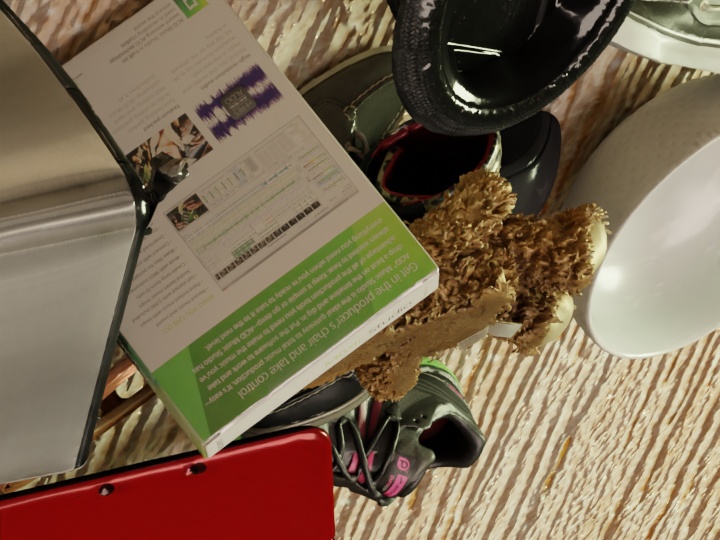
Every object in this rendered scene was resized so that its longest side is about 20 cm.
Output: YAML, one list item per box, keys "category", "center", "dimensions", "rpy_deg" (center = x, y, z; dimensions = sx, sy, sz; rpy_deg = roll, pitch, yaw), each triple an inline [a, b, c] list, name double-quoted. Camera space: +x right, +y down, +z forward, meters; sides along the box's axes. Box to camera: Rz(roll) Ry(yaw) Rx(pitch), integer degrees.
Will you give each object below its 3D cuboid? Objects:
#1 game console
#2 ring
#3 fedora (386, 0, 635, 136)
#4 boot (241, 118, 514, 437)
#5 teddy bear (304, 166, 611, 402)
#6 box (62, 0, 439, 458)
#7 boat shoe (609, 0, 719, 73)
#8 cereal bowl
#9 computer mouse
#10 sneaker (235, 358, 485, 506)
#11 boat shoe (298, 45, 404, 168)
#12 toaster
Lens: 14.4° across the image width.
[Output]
- category: "game console"
  center: [-0.120, 0.128, 1.566]
  dimensions: [0.199, 0.172, 0.119]
  rpy_deg: [-12, 110, -9]
- category: "ring"
  center: [-0.113, 0.048, 1.482]
  dimensions: [0.200, 0.019, 0.200]
  rpy_deg: [-39, 176, -3]
- category: "fedora"
  center: [0.067, -0.173, 1.464]
  dimensions: [0.200, 0.092, 0.201]
  rpy_deg: [-28, 139, -27]
- category: "boot"
  center: [0.000, -0.002, 1.556]
  dimensions: [0.203, 0.074, 0.154]
  rpy_deg: [-30, 151, -10]
- category: "teddy bear"
  center: [0.041, 0.006, 1.491]
  dimensions: [0.199, 0.067, 0.145]
  rpy_deg: [-17, 149, -17]
- category: "box"
  center: [-0.077, -0.029, 1.384]
  dimensions: [0.144, 0.200, 0.036]
  rpy_deg: [-36, 165, -9]
- category: "boat shoe"
  center: [0.179, -0.155, 1.639]
  dimensions: [0.200, 0.071, 0.064]
  rpy_deg: [6, 108, -48]
- category: "cereal bowl"
  center: [0.196, -0.045, 1.765]
  dimensions: [0.200, 0.083, 0.200]
  rpy_deg: [-29, 146, -21]
- category: "computer mouse"
  center: [0.045, -0.007, 1.683]
  dimensions: [0.200, 0.046, 0.141]
  rpy_deg: [-26, 143, -24]
- category: "sneaker"
  center: [-0.001, 0.100, 1.725]
  dimensions: [0.199, 0.084, 0.077]
  rpy_deg: [-11, 136, -40]
- category: "boat shoe"
  center: [-0.041, -0.044, 1.535]
  dimensions: [0.200, 0.057, 0.067]
  rpy_deg: [-35, 147, -11]
- category: "toaster"
  center: [-0.188, -0.021, 1.290]
  dimensions: [0.118, 0.181, 0.200]
  rpy_deg: [-15, 140, -34]
